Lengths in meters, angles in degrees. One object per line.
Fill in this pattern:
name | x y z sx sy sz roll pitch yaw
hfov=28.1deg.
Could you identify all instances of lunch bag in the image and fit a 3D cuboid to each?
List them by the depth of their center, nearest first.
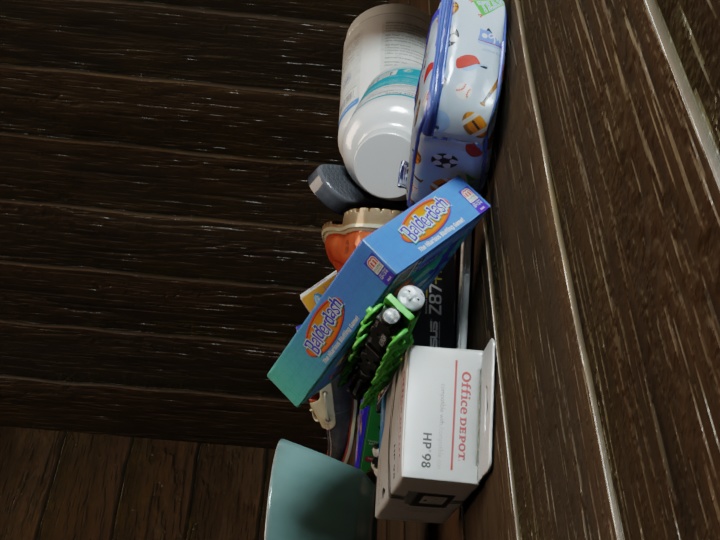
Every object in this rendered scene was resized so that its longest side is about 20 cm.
lunch bag | 0.084 -0.151 1.311 0.200 0.075 0.160 102 174 -63

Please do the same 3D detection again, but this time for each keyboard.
keyboard | 0.096 0.032 1.366 0.056 0.011 0.200 103 172 -71

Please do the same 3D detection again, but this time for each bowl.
bowl | -0.037 0.277 1.487 0.201 0.105 0.201 3 -90 -85

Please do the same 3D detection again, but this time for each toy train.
toy train | 0.020 0.065 1.226 0.056 0.042 0.200 -41 -11 -22

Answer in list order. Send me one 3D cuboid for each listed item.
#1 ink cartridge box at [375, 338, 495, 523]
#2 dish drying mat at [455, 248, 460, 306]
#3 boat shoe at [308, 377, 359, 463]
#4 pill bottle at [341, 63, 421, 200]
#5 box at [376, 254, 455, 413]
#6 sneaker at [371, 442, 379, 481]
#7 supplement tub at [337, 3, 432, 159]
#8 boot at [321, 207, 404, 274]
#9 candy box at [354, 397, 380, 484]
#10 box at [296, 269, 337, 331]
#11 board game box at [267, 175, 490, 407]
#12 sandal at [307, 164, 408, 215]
ink cartridge box | 0.060 0.136 1.215 0.200 0.067 0.116 109 166 -67
dish drying mat | 0.093 -0.028 1.466 0.077 0.018 0.200 -105 20 -80
boat shoe | -0.031 0.148 1.705 0.071 0.062 0.200 -86 0 -56
pill bottle | 0.042 -0.141 1.507 0.200 0.111 0.111 -68 -14 -65
box | 0.056 0.046 1.457 0.200 0.049 0.161 113 162 -69
sneaker | 0.053 0.219 1.483 0.200 0.074 0.080 39 -139 -88
supplement tub | 0.040 -0.217 1.760 0.132 0.132 0.200 98 177 -47
boot | 0.000 0.000 1.479 0.200 0.075 0.107 150 122 -81
candy box | 0.040 0.144 1.660 0.169 0.077 0.200 -85 1 -46
box | 0.002 0.002 1.665 0.042 0.200 0.119 58 178 -2
board game box | 0.015 0.019 1.268 0.152 0.045 0.200 -35 -15 -47
sandal | 0.005 -0.077 1.533 0.043 0.200 0.076 -47 62 23
